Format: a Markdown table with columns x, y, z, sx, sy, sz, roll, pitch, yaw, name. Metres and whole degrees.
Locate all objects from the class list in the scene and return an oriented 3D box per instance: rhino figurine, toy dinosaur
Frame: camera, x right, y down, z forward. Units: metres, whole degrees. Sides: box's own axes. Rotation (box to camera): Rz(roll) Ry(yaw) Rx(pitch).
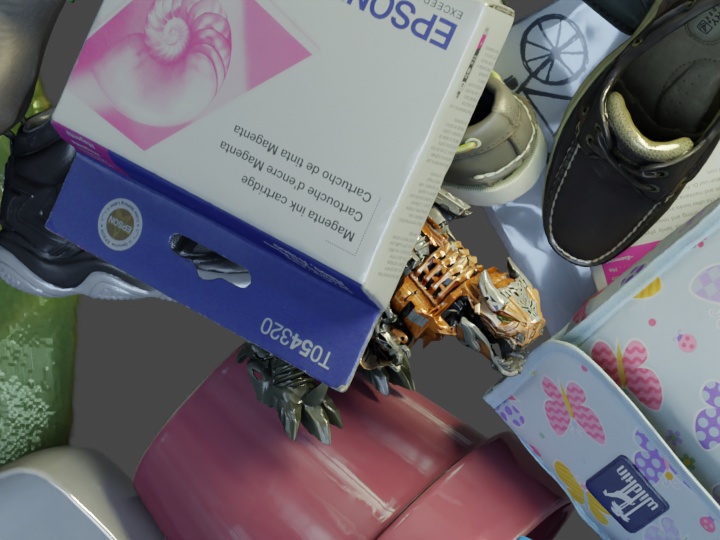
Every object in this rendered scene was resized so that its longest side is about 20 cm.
| x | y | z | sx | sy | sz | roll | pitch | yaw | name |
| --- | --- | --- | --- | --- | --- | --- | --- | --- | --- |
| -0.184 | -0.159 | 1.312 | 0.087 | 0.060 | 0.200 | 25 | 94 | 31 | rhino figurine |
| 0.000 | 0.000 | 1.244 | 0.200 | 0.102 | 0.136 | 45 | 130 | 40 | toy dinosaur |

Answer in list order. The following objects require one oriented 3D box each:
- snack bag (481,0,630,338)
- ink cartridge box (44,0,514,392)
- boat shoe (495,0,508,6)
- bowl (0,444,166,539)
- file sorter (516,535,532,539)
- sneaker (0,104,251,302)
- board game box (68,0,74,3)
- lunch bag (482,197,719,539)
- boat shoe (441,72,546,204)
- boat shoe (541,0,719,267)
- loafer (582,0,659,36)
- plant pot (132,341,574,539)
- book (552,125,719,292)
| x | y | z | sx | sy | sz | roll | pitch | yaw | name |
| --- | --- | --- | --- | --- | --- | --- | --- | --- | --- |
| 0.150 | -0.063 | 1.304 | 0.200 | 0.021 | 0.189 | -26 | 101 | 19 | snack bag |
| -0.051 | -0.072 | 1.204 | 0.196 | 0.043 | 0.200 | 27 | 96 | 25 | ink cartridge box |
| -0.015 | -0.178 | 1.279 | 0.201 | 0.060 | 0.072 | 25 | 144 | 4 | boat shoe |
| -0.160 | 0.193 | 1.412 | 0.200 | 0.075 | 0.200 | -31 | 100 | 38 | bowl |
| 0.101 | 0.258 | 1.252 | 0.139 | 0.123 | 0.200 | 23 | 139 | 5 | file sorter |
| -0.107 | -0.046 | 1.334 | 0.199 | 0.076 | 0.114 | 0 | 111 | 15 | sneaker |
| -0.130 | -0.246 | 1.257 | 0.105 | 0.023 | 0.200 | 37 | 98 | 22 | board game box |
| 0.180 | 0.067 | 1.216 | 0.200 | 0.127 | 0.170 | -40 | 87 | 27 | lunch bag |
| -0.005 | -0.086 | 1.267 | 0.201 | 0.072 | 0.060 | 14 | 156 | 26 | boat shoe |
| 0.138 | -0.075 | 1.209 | 0.073 | 0.065 | 0.200 | 30 | 125 | 5 | boat shoe |
| 0.075 | -0.186 | 1.237 | 0.201 | 0.070 | 0.068 | 46 | 153 | 3 | loafer |
| -0.015 | 0.130 | 1.326 | 0.179 | 0.200 | 0.200 | 44 | 112 | 11 | plant pot |
| 0.188 | 0.008 | 1.284 | 0.133 | 0.048 | 0.200 | -13 | 103 | 18 | book |
